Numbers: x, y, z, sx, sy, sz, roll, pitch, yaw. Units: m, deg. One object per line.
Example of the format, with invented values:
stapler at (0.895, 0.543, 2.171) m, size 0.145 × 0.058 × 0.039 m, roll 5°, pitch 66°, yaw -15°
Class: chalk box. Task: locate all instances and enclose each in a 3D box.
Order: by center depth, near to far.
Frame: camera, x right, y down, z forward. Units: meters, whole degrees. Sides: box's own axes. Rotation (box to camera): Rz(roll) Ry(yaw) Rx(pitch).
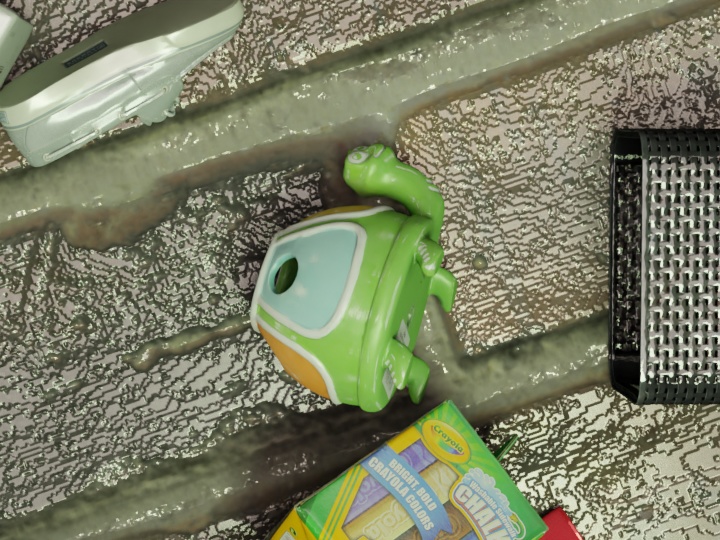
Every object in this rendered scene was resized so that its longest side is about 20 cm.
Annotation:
chalk box at (0.044, 0.190, 1.614) m, size 0.200 × 0.124 × 0.124 m, roll -31°, pitch 78°, yaw -29°

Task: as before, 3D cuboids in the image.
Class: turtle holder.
turtle holder at (-0.003, 0.005, 1.620) m, size 0.131 × 0.141 × 0.187 m, roll 15°, pitch 103°, yaw 12°

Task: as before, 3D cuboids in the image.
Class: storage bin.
storage bin at (0.241, -0.005, 1.633) m, size 0.093 × 0.135 × 0.201 m, roll 1°, pitch 94°, yaw -3°

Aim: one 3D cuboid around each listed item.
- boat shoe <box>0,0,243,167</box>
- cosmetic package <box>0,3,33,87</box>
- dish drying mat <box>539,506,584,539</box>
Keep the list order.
boat shoe at (-0.172, -0.141, 1.639) m, size 0.200 × 0.070 × 0.072 m, roll -27°, pitch 120°, yaw -8°
cosmetic package at (-0.362, -0.156, 1.570) m, size 0.199 × 0.165 × 0.165 m, roll 29°, pitch 91°, yaw -6°
dish drying mat at (0.094, 0.268, 1.689) m, size 0.200 × 0.018 × 0.077 m, roll -34°, pitch 96°, yaw -9°
